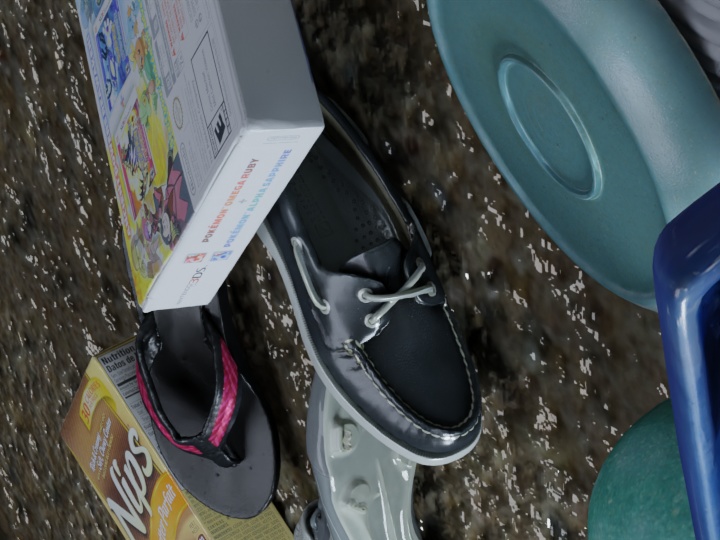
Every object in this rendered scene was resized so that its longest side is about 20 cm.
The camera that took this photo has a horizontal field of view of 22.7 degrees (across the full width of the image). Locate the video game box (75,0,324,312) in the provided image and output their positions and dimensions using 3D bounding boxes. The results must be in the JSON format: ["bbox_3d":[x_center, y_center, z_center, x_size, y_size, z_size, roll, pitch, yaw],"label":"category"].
[{"bbox_3d":[-0.087,-0.109,0.890,0.182,0.046,0.201,-48,50,54],"label":"video game box"}]

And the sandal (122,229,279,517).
[{"bbox_3d":[-0.100,0.057,1.043,0.074,0.045,0.202,-9,107,17],"label":"sandal"}]

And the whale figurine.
[{"bbox_3d":[0.144,0.143,0.738,0.159,0.103,0.201,38,140,34],"label":"whale figurine"}]

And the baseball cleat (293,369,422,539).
[{"bbox_3d":[-0.009,0.126,0.976,0.106,0.069,0.202,14,122,50],"label":"baseball cleat"}]

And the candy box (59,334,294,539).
[{"bbox_3d":[-0.112,0.150,1.152,0.201,0.055,0.116,54,146,15],"label":"candy box"}]

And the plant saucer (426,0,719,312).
[{"bbox_3d":[0.081,-0.061,0.693,0.201,0.027,0.200,53,167,18],"label":"plant saucer"}]

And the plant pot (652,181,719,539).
[{"bbox_3d":[0.193,0.043,0.484,0.180,0.199,0.201,44,163,38],"label":"plant pot"}]

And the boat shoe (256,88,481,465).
[{"bbox_3d":[0.000,0.000,0.872,0.201,0.075,0.060,55,152,13],"label":"boat shoe"}]

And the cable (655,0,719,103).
[{"bbox_3d":[0.140,-0.143,0.579,0.199,0.069,0.201,1,112,55],"label":"cable"}]
